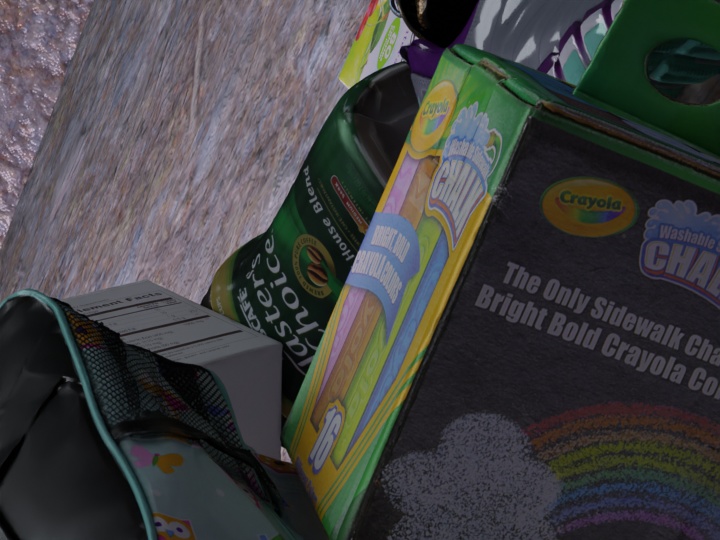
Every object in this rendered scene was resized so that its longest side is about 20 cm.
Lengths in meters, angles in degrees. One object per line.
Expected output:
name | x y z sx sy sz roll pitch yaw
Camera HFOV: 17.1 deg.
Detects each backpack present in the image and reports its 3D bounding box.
backpack | -0.082 0.131 0.773 0.176 0.153 0.200 -54 28 11

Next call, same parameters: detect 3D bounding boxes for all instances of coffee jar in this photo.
coffee jar | 0.000 0.000 1.079 0.085 0.104 0.200 -28 -15 -36

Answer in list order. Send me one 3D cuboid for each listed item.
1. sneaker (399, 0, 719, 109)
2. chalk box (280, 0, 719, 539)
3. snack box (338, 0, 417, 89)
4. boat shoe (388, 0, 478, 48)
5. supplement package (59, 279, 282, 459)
sneaker | 0.086 -0.100 0.860 0.200 0.074 0.088 -37 65 34
chalk box | 0.073 0.004 0.781 0.200 0.124 0.124 -66 15 8
snack box | 0.053 -0.133 1.175 0.200 0.053 0.143 -124 55 -72
boat shoe | 0.054 -0.119 1.005 0.200 0.072 0.072 37 108 55
supplement package | -0.128 0.125 1.091 0.111 0.155 0.201 23 119 46
